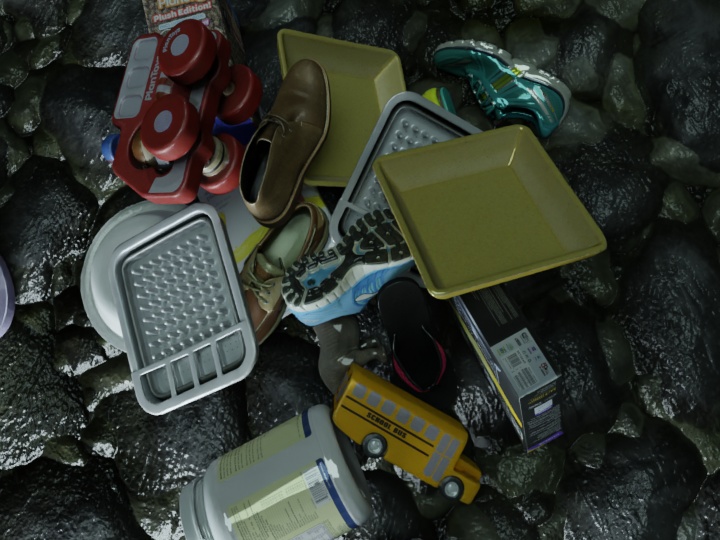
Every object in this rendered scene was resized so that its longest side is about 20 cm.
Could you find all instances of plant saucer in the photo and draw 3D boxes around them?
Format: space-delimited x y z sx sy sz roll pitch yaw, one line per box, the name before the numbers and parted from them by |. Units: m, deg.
plant saucer | -0.019 -0.196 0.893 0.195 0.048 0.207 -2 77 -36
plant saucer | 0.131 -0.060 0.743 0.194 0.049 0.203 -14 53 -10

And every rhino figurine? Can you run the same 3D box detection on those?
rhino figurine | -0.014 0.105 0.869 0.085 0.060 0.207 -10 92 -8

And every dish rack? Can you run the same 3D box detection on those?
dish rack | -0.198 0.044 0.784 0.168 0.043 0.206 -24 77 20
dish rack | 0.066 -0.097 0.838 0.168 0.044 0.204 24 104 -16

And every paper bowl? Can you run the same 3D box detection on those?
paper bowl | -0.267 0.008 0.892 0.194 0.104 0.208 -1 79 6

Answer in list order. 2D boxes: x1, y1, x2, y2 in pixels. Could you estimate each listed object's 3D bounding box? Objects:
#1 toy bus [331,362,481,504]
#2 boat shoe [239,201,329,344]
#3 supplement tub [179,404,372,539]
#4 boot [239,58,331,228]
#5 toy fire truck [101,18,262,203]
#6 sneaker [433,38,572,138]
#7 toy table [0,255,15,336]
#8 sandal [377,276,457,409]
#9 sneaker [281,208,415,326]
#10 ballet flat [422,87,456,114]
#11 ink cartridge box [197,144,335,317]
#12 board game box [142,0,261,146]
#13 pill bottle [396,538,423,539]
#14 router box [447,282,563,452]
toy bus | 0.058 0.196 0.820 0.196 0.065 0.080 29 92 -5
boat shoe | -0.110 0.002 0.807 0.074 0.074 0.203 30 85 10
supplement tub | -0.097 0.266 0.807 0.196 0.145 0.148 -27 78 0
boot | -0.084 -0.156 0.771 0.071 0.075 0.206 12 78 18
toy fire truck | -0.212 -0.173 0.763 0.163 0.112 0.207 3 75 29
sneaker | 0.182 -0.246 0.912 0.196 0.077 0.081 28 92 10
toy table | -0.565 0.002 0.915 0.198 0.117 0.186 36 85 11
sandal | 0.068 0.101 0.815 0.073 0.045 0.204 -22 123 1
sneaker | 0.000 0.000 0.809 0.196 0.091 0.079 -26 57 -11
ballet flat | 0.118 -0.140 0.906 0.066 0.066 0.205 -23 81 22
ink cartridge box | -0.110 -0.059 0.898 0.143 0.083 0.204 -30 79 0
board game box | -0.206 -0.276 0.908 0.094 0.160 0.206 -15 79 1
pill bottle | 0.038 0.376 0.787 0.193 0.120 0.124 -8 79 4
router box | 0.157 0.082 0.776 0.051 0.159 0.203 -26 54 -1
